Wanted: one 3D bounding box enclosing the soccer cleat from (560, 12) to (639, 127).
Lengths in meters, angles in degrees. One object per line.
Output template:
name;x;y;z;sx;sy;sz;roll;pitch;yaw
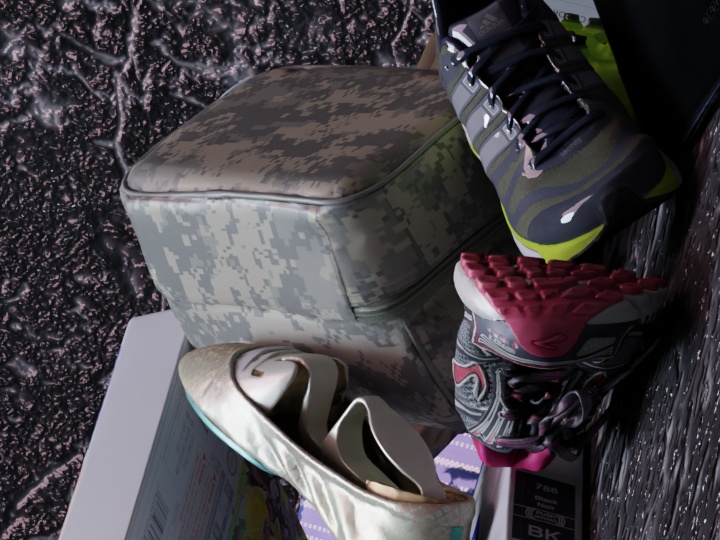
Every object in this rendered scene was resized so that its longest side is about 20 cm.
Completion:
soccer cleat;0.104;-0.084;1.329;0.200;0.067;0.081;-91;9;-79

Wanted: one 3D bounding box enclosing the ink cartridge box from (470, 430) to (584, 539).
ink cartridge box;0.066;0.131;1.149;0.200;0.039;0.100;-82;6;-64

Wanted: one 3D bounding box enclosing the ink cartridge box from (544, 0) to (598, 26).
ink cartridge box;0.121;-0.169;1.536;0.104;0.059;0.200;-80;3;-54

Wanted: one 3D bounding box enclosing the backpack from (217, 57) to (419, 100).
backpack;-0.003;-0.036;1.549;0.153;0.200;0.176;104;160;-85

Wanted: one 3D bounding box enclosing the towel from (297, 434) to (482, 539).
towel;0.016;0.159;1.509;0.145;0.024;0.200;10;83;45

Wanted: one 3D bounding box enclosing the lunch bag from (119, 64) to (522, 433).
lunch bag;0.000;0.000;1.301;0.139;0.200;0.168;-37;-63;-35

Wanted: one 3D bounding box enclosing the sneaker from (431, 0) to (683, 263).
sneaker;0.069;-0.067;1.114;0.081;0.074;0.200;56;179;-28

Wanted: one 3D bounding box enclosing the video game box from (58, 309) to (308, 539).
video game box;-0.083;0.148;1.337;0.200;0.047;0.182;-77;-32;-53

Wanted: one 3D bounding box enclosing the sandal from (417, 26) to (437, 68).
sandal;0.051;-0.061;1.387;0.080;0.054;0.200;-91;11;-45

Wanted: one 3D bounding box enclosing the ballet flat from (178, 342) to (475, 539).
ballet flat;-0.011;0.072;1.212;0.200;0.067;0.062;41;125;39

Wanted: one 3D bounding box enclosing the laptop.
laptop;0.148;-0.171;1.070;0.200;0.116;0.187;-52;-5;-15

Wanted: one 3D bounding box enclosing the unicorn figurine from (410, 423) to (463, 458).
unicorn figurine;-0.007;0.101;1.452;0.137;0.200;0.074;110;158;-46

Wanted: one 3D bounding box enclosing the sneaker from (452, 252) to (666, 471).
sneaker;0.074;0.037;1.049;0.200;0.080;0.075;67;-149;-81
